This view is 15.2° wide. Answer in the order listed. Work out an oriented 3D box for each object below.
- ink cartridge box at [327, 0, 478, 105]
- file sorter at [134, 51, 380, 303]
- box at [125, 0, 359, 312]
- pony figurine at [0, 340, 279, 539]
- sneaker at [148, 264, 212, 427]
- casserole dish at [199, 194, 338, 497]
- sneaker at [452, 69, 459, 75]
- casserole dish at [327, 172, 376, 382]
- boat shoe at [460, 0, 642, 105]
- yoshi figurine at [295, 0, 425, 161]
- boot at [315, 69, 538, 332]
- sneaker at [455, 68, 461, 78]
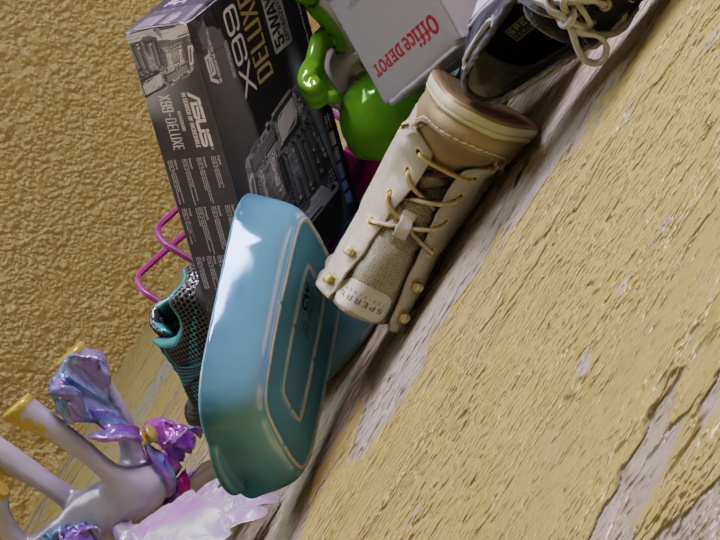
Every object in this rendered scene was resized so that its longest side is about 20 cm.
[{"bbox_3d":[0.021,-0.219,1.627,0.084,0.201,0.145,-28,-2,-22],"label":"ink cartridge box"},{"bbox_3d":[-0.064,-0.057,1.956,0.139,0.125,0.201,-48,-15,-57],"label":"file sorter"},{"bbox_3d":[-0.074,-0.096,1.763,0.050,0.201,0.158,-4,23,26],"label":"box"},{"bbox_3d":[-0.151,0.150,1.799,0.193,0.200,0.167,-40,6,18],"label":"pony figurine"},{"bbox_3d":[-0.105,0.049,1.862,0.200,0.091,0.078,118,175,-59],"label":"sneaker"},{"bbox_3d":[-0.052,0.045,1.661,0.121,0.039,0.201,63,-150,-50],"label":"casserole dish"},{"bbox_3d":[0.088,-0.227,1.872,0.200,0.091,0.078,-59,6,6],"label":"sneaker"},{"bbox_3d":[0.000,0.000,1.830,0.200,0.039,0.121,-63,7,-34],"label":"casserole dish"},{"bbox_3d":[0.114,-0.150,1.446,0.199,0.074,0.068,-31,28,49],"label":"boat shoe"},{"bbox_3d":[0.003,-0.154,1.750,0.112,0.112,0.201,-58,-41,-50],"label":"yoshi figurine"},{"bbox_3d":[0.035,-0.038,1.606,0.155,0.072,0.200,-59,2,1],"label":"boot"},{"bbox_3d":[0.078,-0.193,1.798,0.201,0.106,0.075,-61,7,-2],"label":"sneaker"}]
